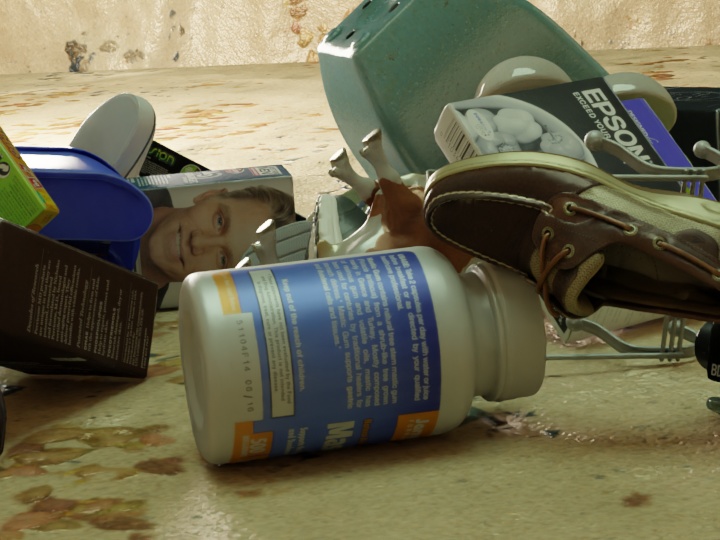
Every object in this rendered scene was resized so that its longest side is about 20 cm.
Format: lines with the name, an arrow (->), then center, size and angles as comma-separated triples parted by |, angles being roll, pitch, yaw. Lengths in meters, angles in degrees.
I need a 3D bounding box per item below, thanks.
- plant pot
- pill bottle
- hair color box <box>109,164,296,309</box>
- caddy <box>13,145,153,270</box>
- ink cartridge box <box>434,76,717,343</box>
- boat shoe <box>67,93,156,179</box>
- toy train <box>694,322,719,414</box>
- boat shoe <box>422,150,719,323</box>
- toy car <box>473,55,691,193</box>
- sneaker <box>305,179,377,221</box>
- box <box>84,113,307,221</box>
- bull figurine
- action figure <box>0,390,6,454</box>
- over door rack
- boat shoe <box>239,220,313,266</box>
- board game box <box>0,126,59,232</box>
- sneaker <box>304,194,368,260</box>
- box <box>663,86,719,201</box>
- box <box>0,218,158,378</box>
plant pot -> 0.076, -0.158, 1.711 | 0.196, 0.200, 0.196 | -45, 20, -6
pill bottle -> 0.001, 0.045, 1.136 | 0.200, 0.112, 0.112 | -6, 11, -12
hair color box -> -0.152, -0.024, 1.563 | 0.200, 0.100, 0.061 | -6, 12, -9
caddy -> -0.249, -0.020, 1.456 | 0.200, 0.142, 0.105 | 1, 13, -29
ink cartridge box -> 0.184, -0.054, 1.423 | 0.200, 0.043, 0.198 | -12, 57, -30
boat shoe -> -0.215, -0.067, 1.633 | 0.065, 0.200, 0.074 | 13, 43, -38
toy train -> 0.277, 0.057, 1.079 | 0.114, 0.085, 0.200 | 3, 4, -31
boat shoe -> 0.125, -0.010, 1.092 | 0.200, 0.072, 0.072 | 14, 46, 13
toy car -> 0.165, -0.062, 1.556 | 0.200, 0.175, 0.150 | 6, -34, -20
sneaker -> 0.016, -0.026, 1.635 | 0.090, 0.067, 0.200 | -21, 19, -15
box -> -0.148, -0.076, 1.735 | 0.200, 0.035, 0.110 | 27, -1, -24
bull figurine -> 0.012, -0.014, 1.253 | 0.200, 0.121, 0.065 | -46, 14, -10
action figure -> -0.296, 0.098, 1.100 | 0.130, 0.069, 0.200 | 9, 20, 33
over door rack -> 0.126, -0.008, 1.242 | 0.200, 0.148, 0.067 | -6, 31, -14
boat shoe -> 0.000, 0.000, 1.490 | 0.200, 0.072, 0.071 | -10, -26, 30
board game box -> -0.307, -0.013, 1.359 | 0.200, 0.096, 0.030 | -40, -16, 11
sneaker -> 0.008, 0.012, 1.383 | 0.085, 0.075, 0.200 | 5, 30, -12
box -> 0.291, -0.110, 1.814 | 0.200, 0.107, 0.148 | 6, 15, 45
box -> -0.222, 0.020, 1.268 | 0.100, 0.075, 0.200 | 1, -13, 24
